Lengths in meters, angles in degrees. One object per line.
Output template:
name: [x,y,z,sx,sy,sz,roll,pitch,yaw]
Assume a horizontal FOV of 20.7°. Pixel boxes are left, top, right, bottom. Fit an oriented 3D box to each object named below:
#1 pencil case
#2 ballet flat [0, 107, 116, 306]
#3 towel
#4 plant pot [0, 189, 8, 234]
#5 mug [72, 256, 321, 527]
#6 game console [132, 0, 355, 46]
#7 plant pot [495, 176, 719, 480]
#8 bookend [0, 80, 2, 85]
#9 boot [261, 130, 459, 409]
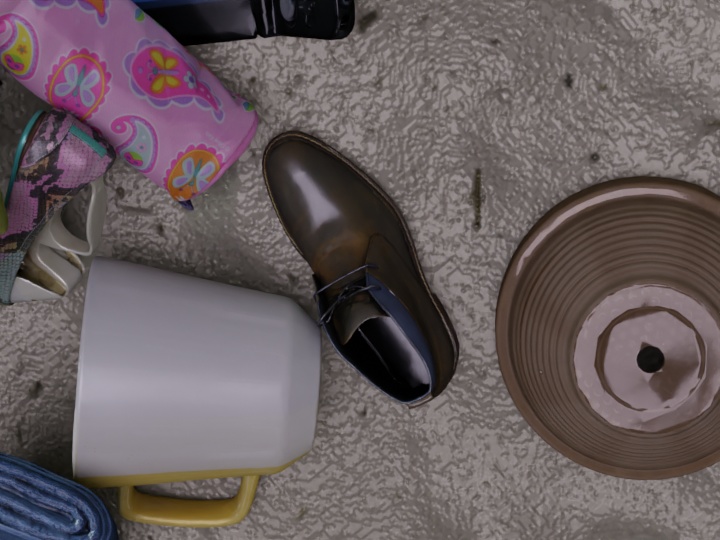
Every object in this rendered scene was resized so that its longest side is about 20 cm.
pencil case: [-0.157,-0.128,1.240,0.200,0.088,0.087,38,104,-26]
ballet flat: [-0.203,-0.025,1.264,0.071,0.069,0.200,32,138,-3]
towel: [-0.208,0.162,1.285,0.111,0.200,0.049,22,73,1]
plant pot: [-0.298,-0.084,1.159,0.199,0.201,0.185,-16,113,8]
mug: [-0.106,0.077,1.301,0.152,0.187,0.151,4,70,-4]
game console: [-0.094,-0.239,1.228,0.116,0.176,0.202,-12,103,-21]
plant pot: [0.185,0.046,1.271,0.199,0.093,0.203,1,102,4]
bookend: [-0.297,-0.174,1.269,0.199,0.092,0.200,-41,97,11]
boot: [0.000,0.000,1.275,0.074,0.097,0.201,-34,97,11]
